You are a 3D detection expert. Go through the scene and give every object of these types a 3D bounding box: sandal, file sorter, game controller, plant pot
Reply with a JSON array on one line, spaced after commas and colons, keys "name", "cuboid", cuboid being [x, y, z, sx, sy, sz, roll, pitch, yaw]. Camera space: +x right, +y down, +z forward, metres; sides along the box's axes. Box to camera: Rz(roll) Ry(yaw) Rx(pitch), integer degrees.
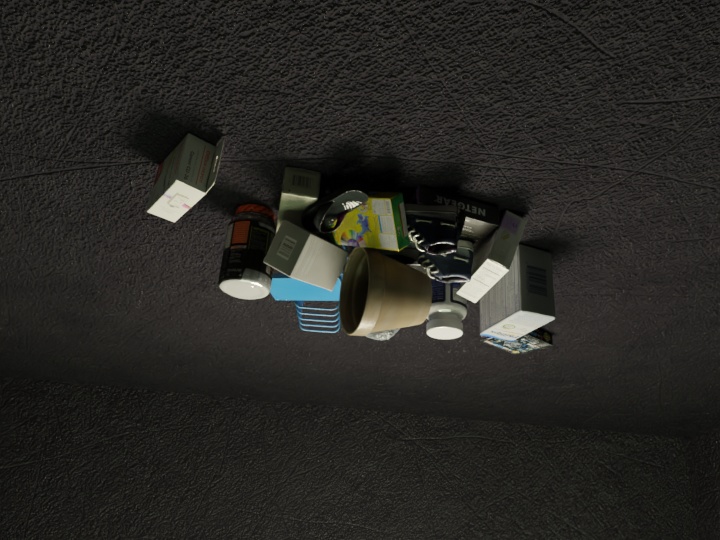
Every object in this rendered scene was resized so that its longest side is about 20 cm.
[{"name": "sandal", "cuboid": [-0.061, -0.118, 1.228, 0.075, 0.049, 0.200, 17, 150, -33]}, {"name": "file sorter", "cuboid": [-0.120, 0.091, 1.732, 0.137, 0.124, 0.201, 3, 154, 1]}, {"name": "file sorter", "cuboid": [-0.136, -0.004, 1.519, 0.197, 0.124, 0.139, 0, 154, 9]}, {"name": "game controller", "cuboid": [0.117, -0.010, 1.442, 0.197, 0.043, 0.105, 1, 149, -17]}, {"name": "plant pot", "cuboid": [0.062, 0.054, 1.327, 0.171, 0.202, 0.200, 8, 155, -18]}]

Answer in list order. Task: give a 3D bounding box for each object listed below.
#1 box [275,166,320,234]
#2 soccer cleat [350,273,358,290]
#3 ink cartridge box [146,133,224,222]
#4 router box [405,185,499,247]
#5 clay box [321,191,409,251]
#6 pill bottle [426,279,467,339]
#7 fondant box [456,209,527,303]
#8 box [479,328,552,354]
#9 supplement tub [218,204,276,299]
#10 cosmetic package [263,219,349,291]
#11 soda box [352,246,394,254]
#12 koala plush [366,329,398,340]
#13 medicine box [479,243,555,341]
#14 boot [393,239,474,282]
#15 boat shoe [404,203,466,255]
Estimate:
[{"name": "box", "cuboid": [-0.141, -0.143, 1.311, 0.081, 0.069, 0.200, 9, 155, -10]}, {"name": "soccer cleat", "cuboid": [0.000, 0.000, 1.497, 0.067, 0.201, 0.074, 2, 118, 10]}, {"name": "ink cartridge box", "cuboid": [-0.354, -0.193, 1.188, 0.067, 0.118, 0.199, 23, 148, -33]}, {"name": "router box", "cuboid": [0.192, -0.112, 1.336, 0.198, 0.052, 0.149, 14, 153, -14]}, {"name": "clay box", "cuboid": [0.008, -0.110, 1.264, 0.198, 0.047, 0.116, 9, 118, 41]}, {"name": "pill bottle", "cuboid": [0.221, 0.070, 1.540, 0.114, 0.202, 0.116, 4, 155, 2]}, {"name": "fondant box", "cuboid": [0.304, -0.029, 1.378, 0.058, 0.145, 0.200, 27, 153, 0]}, {"name": "box", "cuboid": [0.529, 0.227, 1.997, 0.199, 0.047, 0.158, 22, 149, -33]}, {"name": "supplement tub", "cuboid": [-0.260, -0.045, 1.381, 0.121, 0.202, 0.123, 4, 155, 2]}, {"name": "cosmetic package", "cuboid": [-0.115, -0.029, 1.318, 0.090, 0.108, 0.200, 26, 179, 24]}, {"name": "soda box", "cuboid": [0.072, -0.037, 1.503, 0.199, 0.065, 0.067, 26, 147, -37]}, {"name": "koala plush", "cuboid": [0.068, 0.110, 1.707, 0.176, 0.186, 0.200, -20, 170, 16]}, {"name": "medicine box", "cuboid": [0.396, 0.062, 1.514, 0.102, 0.184, 0.200, 12, 154, -15]}, {"name": "boot", "cuboid": [0.160, -0.025, 1.351, 0.197, 0.091, 0.073, 4, 160, 8]}, {"name": "boat shoe", "cuboid": [0.120, -0.084, 1.246, 0.197, 0.094, 0.075, -1, 150, 22]}]
